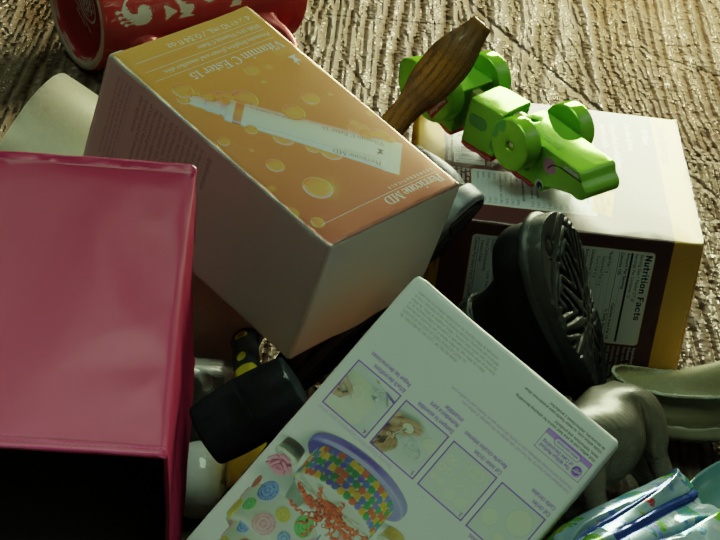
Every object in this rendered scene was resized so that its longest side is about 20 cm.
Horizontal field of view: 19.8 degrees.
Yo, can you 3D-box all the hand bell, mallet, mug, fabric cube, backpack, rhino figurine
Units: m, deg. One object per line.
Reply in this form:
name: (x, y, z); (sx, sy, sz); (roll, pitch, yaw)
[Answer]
hand bell: (0.019, -0.096, 1.429); (0.104, 0.200, 0.104); (41, 10, -9)
mallet: (-0.060, 0.060, 1.254); (0.066, 0.041, 0.200); (-28, 12, 9)
mug: (-0.153, -0.242, 1.820); (0.200, 0.134, 0.177); (-17, 37, -29)
fabric cube: (-0.195, 0.071, 1.163); (0.196, 0.200, 0.200); (2, 51, -2)
backpack: (0.147, 0.195, 1.136); (0.200, 0.163, 0.154); (-7, 49, -33)
rhino figurine: (0.131, 0.122, 1.280); (0.060, 0.088, 0.200); (-19, -4, 40)

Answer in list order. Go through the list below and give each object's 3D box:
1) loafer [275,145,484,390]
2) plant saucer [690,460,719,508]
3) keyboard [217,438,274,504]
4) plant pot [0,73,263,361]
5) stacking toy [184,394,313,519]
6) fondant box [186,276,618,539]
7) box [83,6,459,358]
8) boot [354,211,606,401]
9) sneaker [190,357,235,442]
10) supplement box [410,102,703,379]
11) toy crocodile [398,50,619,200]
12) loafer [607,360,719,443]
loafer: (0.000, 0.000, 1.389); (0.063, 0.200, 0.072); (47, 23, 9)
plant saucer: (0.297, 0.183, 1.313); (0.200, 0.027, 0.200); (5, 31, -3)
keyboard: (-0.047, 0.144, 1.174); (0.104, 0.040, 0.200); (24, 75, 44)
plant pot: (-0.153, -0.007, 1.404); (0.200, 0.188, 0.187); (26, 33, 3)
stacking toy: (-0.032, 0.122, 1.268); (0.199, 0.146, 0.146); (-2, 29, 14)
fondant box: (0.022, 0.126, 1.126); (0.144, 0.058, 0.200); (40, 80, 8)
box: (-0.059, -0.059, 1.298); (0.200, 0.098, 0.124); (41, 43, 22)
boot: (0.068, 0.038, 1.325); (0.157, 0.211, 0.080); (-4, 60, 13)
sneaker: (-0.162, 0.075, 1.340); (0.199, 0.075, 0.082); (-2, 34, -14)
supplement box: (0.131, -0.021, 1.510); (0.199, 0.133, 0.197); (7, 31, -2)
toy crocodile: (0.099, -0.102, 1.459); (0.067, 0.062, 0.200); (-23, 46, -40)
loafer: (0.261, 0.080, 1.407); (0.199, 0.068, 0.076); (5, 12, 10)
